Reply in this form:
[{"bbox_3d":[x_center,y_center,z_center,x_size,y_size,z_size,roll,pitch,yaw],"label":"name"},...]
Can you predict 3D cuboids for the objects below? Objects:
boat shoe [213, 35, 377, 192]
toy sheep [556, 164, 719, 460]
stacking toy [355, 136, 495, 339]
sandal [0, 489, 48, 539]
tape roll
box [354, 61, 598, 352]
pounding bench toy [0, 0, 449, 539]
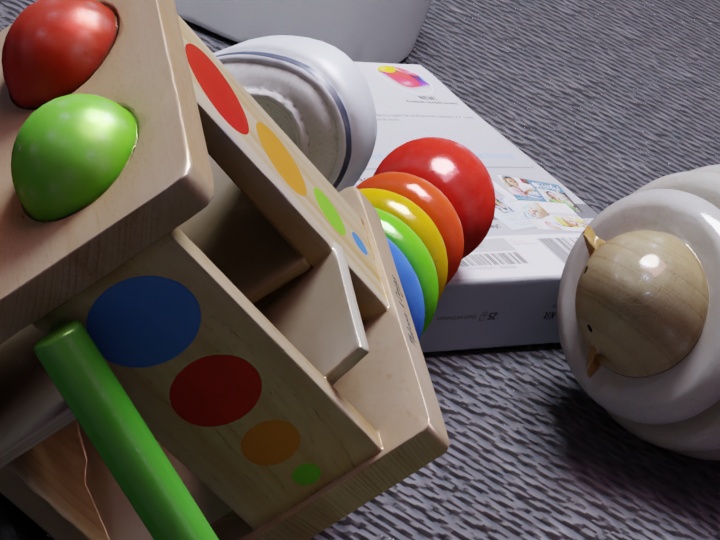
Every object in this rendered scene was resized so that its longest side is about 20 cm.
[{"bbox_3d":[-0.089,-0.027,0.832,0.201,0.075,0.086,-14,12,38],"label":"boat shoe"},{"bbox_3d":[0.159,0.018,0.988,0.199,0.138,0.138,14,22,-50],"label":"toy sheep"},{"bbox_3d":[0.000,0.000,0.903,0.085,0.086,0.200,27,34,9],"label":"stacking toy"},{"bbox_3d":[-0.141,0.051,0.752,0.075,0.048,0.201,48,12,-29],"label":"sandal"},{"bbox_3d":[-0.050,-0.192,1.301,0.201,0.071,0.203,18,25,-9],"label":"tape roll"},{"bbox_3d":[0.026,-0.036,1.086,0.155,0.041,0.200,-2,36,-43],"label":"box"},{"bbox_3d":[-0.068,0.025,0.686,0.156,0.124,0.201,48,16,-38],"label":"pounding bench toy"}]
